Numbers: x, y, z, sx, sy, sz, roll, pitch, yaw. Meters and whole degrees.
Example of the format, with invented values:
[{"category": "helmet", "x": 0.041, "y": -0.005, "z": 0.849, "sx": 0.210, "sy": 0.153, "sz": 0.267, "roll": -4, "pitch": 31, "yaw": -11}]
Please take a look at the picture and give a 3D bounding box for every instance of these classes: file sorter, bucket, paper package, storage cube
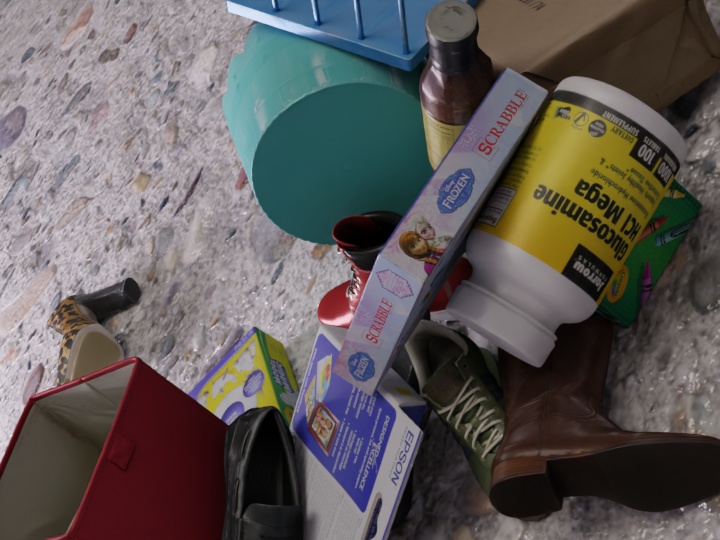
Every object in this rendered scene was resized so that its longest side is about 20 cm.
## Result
[{"category": "file sorter", "x": -0.007, "y": -0.285, "z": 1.255, "sx": 0.199, "sy": 0.123, "sz": 0.139, "roll": 22, "pitch": 52, "yaw": 28}, {"category": "bucket", "x": -0.022, "y": -0.132, "z": 1.329, "sx": 0.207, "sy": 0.207, "sz": 0.135, "roll": -41, "pitch": 37, "yaw": 20}, {"category": "paper package", "x": 0.180, "y": -0.197, "z": 1.253, "sx": 0.190, "sy": 0.104, "sz": 0.200, "roll": -34, "pitch": 29, "yaw": -8}, {"category": "storage cube", "x": -0.209, "y": 0.210, "z": 1.282, "sx": 0.170, "sy": 0.180, "sz": 0.201, "roll": -21, "pitch": 39, "yaw": 40}]

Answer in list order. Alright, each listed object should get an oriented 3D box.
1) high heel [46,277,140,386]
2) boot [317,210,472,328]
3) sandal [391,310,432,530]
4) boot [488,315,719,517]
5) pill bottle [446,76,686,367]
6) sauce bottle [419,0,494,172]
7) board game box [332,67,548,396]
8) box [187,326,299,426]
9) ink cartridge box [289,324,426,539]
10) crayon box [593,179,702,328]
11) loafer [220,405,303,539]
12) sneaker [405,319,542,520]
[{"category": "high heel", "x": -0.350, "y": 0.098, "z": 1.737, "sx": 0.142, "sy": 0.072, "sz": 0.201, "roll": -21, "pitch": 30, "yaw": 32}, {"category": "boot", "x": 0.000, "y": 0.000, "z": 1.328, "sx": 0.199, "sy": 0.144, "sz": 0.073, "roll": -16, "pitch": 52, "yaw": 46}, {"category": "sandal", "x": 0.033, "y": 0.128, "z": 1.275, "sx": 0.076, "sy": 0.043, "sz": 0.202, "roll": -13, "pitch": 64, "yaw": 52}, {"category": "boot", "x": 0.187, "y": 0.093, "z": 1.094, "sx": 0.185, "sy": 0.065, "sz": 0.201, "roll": -7, "pitch": 32, "yaw": 15}, {"category": "pill bottle", "x": 0.150, "y": -0.034, "z": 1.093, "sx": 0.201, "sy": 0.112, "sz": 0.112, "roll": -59, "pitch": 34, "yaw": -4}, {"category": "sauce bottle", "x": 0.081, "y": -0.142, "z": 1.176, "sx": 0.065, "sy": 0.200, "sz": 0.067, "roll": -2, "pitch": 61, "yaw": 4}, {"category": "board game box", "x": 0.059, "y": -0.026, "z": 1.123, "sx": 0.200, "sy": 0.041, "sz": 0.200, "roll": -55, "pitch": -7, "yaw": -30}, {"category": "box", "x": -0.108, "y": 0.160, "z": 1.415, "sx": 0.117, "sy": 0.048, "sz": 0.200, "roll": -45, "pitch": 37, "yaw": 16}, {"category": "ink cartridge box", "x": -0.007, "y": 0.176, "z": 1.218, "sx": 0.200, "sy": 0.047, "sz": 0.199, "roll": 42, "pitch": 118, "yaw": 54}, {"category": "crayon box", "x": 0.175, "y": -0.040, "z": 1.219, "sx": 0.119, "sy": 0.058, "sz": 0.200, "roll": -58, "pitch": 34, "yaw": -4}, {"category": "loafer", "x": -0.082, "y": 0.214, "z": 1.229, "sx": 0.070, "sy": 0.068, "sz": 0.202, "roll": 140, "pitch": 130, "yaw": -57}, {"category": "sneaker", "x": 0.086, "y": 0.113, "z": 1.171, "sx": 0.067, "sy": 0.090, "sz": 0.201, "roll": -44, "pitch": 36, "yaw": 15}]
